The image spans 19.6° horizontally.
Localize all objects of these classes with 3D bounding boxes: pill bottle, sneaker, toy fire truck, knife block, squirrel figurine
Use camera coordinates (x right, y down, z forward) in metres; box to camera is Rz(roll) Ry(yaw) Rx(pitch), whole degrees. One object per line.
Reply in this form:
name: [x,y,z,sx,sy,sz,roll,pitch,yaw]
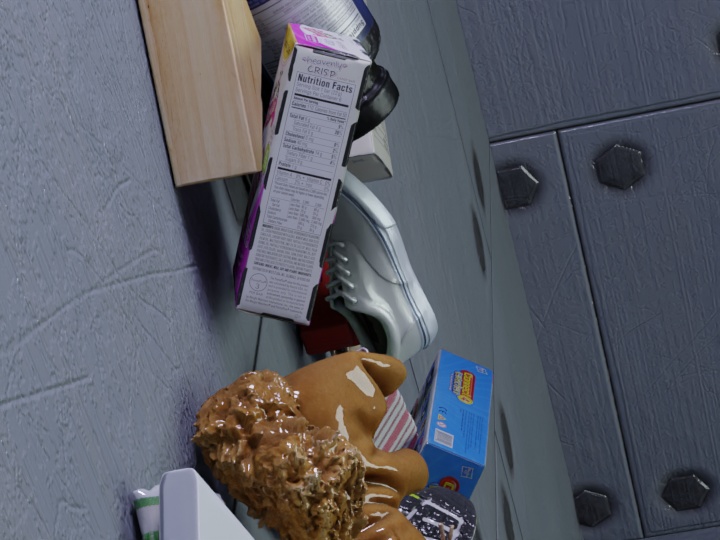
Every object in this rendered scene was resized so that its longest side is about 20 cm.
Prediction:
pill bottle: [-0.053,-0.199,1.652,0.201,0.111,0.112,57,19,-26]
sneaker: [0.000,0.000,1.791,0.071,0.073,0.201,-44,115,-31]
toy fire truck: [-0.018,0.062,1.904,0.142,0.048,0.201,71,12,-45]
sneaker: [0.031,0.264,1.691,0.201,0.073,0.081,-57,165,-26]
knife block: [-0.124,-0.186,1.501,0.176,0.063,0.201,68,16,-50]
squirrel figurine: [-0.024,0.162,1.436,0.200,0.141,0.188,23,37,-58]

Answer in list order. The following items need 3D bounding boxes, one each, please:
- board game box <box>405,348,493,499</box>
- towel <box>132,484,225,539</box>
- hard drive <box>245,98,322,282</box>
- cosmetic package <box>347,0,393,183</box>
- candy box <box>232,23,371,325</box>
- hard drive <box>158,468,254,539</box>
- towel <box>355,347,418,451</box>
board game box: [0.052,0.199,1.847,0.200,0.056,0.197,-75,-172,-68]
towel: [-0.103,0.237,1.304,0.153,0.023,0.202,36,46,-76]
hard drive: [-0.072,-0.104,1.795,0.140,0.038,0.201,-89,164,-50]
cosmetic package: [-0.032,-0.186,1.967,0.103,0.086,0.202,50,30,-74]
candy box: [-0.046,-0.075,1.553,0.136,0.060,0.202,-110,-146,-77]
hard drive: [-0.082,0.220,1.298,0.200,0.026,0.133,62,22,-61]
towel: [-0.013,0.157,1.673,0.147,0.030,0.200,-56,157,-15]
